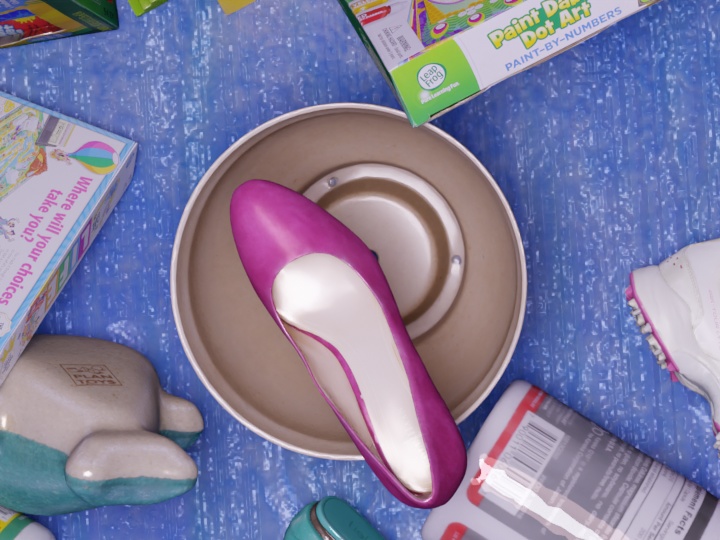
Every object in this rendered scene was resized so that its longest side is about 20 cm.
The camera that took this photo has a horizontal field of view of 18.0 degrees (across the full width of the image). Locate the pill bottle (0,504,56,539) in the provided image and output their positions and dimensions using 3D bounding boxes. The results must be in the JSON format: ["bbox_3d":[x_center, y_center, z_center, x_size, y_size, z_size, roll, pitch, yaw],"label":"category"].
[{"bbox_3d":[-0.294,0.160,1.367,0.200,0.113,0.113,29,91,6],"label":"pill bottle"}]

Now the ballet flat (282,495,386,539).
[{"bbox_3d":[0.030,0.220,1.363,0.200,0.067,0.070,40,117,6],"label":"ballet flat"}]

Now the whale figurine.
[{"bbox_3d":[-0.166,0.105,1.320,0.159,0.200,0.104,2,105,-30],"label":"whale figurine"}]

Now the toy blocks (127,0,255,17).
[{"bbox_3d":[-0.069,-0.228,1.344,0.200,0.137,0.100,-28,85,4],"label":"toy blocks"}]

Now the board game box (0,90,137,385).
[{"bbox_3d":[-0.233,-0.027,1.341,0.134,0.034,0.200,21,46,7],"label":"board game box"}]

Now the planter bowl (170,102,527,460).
[{"bbox_3d":[0.000,0.000,1.325,0.200,0.135,0.201,1,96,7],"label":"planter bowl"}]

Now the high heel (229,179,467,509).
[{"bbox_3d":[-0.011,0.039,1.214,0.067,0.096,0.200,-29,93,9],"label":"high heel"}]

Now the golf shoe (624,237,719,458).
[{"bbox_3d":[0.238,0.070,1.336,0.091,0.075,0.200,-31,86,1],"label":"golf shoe"}]

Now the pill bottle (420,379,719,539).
[{"bbox_3d":[0.146,0.160,1.320,0.200,0.114,0.114,32,91,6],"label":"pill bottle"}]

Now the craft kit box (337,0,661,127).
[{"bbox_3d":[0.086,-0.180,1.297,0.197,0.200,0.049,-25,121,-1],"label":"craft kit box"}]

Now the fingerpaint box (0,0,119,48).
[{"bbox_3d":[-0.245,-0.171,1.329,0.167,0.200,0.073,-9,88,5],"label":"fingerpaint box"}]
